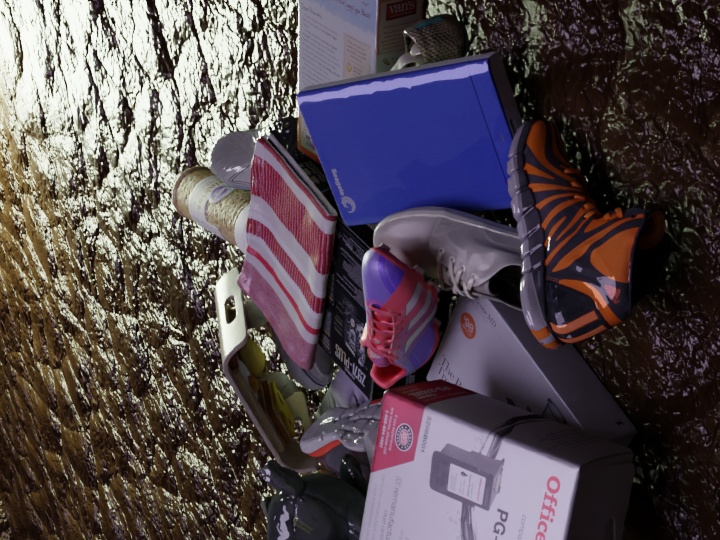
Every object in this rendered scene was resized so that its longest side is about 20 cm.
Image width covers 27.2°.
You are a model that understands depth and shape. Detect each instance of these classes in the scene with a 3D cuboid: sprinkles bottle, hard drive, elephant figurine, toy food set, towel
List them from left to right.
[{"bbox_3d":[-0.148,-0.067,1.719,0.200,0.068,0.069,28,127,54],"label":"sprinkles bottle"},{"bbox_3d":[-0.099,0.111,1.640,0.144,0.060,0.200,-106,-9,-57],"label":"toy food set"},{"bbox_3d":[-0.075,-0.017,1.479,0.144,0.023,0.201,50,144,37],"label":"towel"},{"bbox_3d":[-0.033,0.251,1.439,0.200,0.141,0.156,-96,17,-85],"label":"elephant figurine"},{"bbox_3d":[0.049,-0.108,1.275,0.199,0.025,0.132,-5,116,37],"label":"hard drive"}]

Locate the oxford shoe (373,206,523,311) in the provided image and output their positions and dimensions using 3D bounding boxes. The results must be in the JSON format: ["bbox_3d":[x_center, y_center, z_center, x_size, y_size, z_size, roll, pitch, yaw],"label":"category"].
[{"bbox_3d":[0.091,-0.006,1.248,0.199,0.058,0.075,14,143,31],"label":"oxford shoe"}]

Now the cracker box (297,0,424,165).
[{"bbox_3d":[-0.002,-0.186,1.406,0.134,0.058,0.201,38,136,46],"label":"cracker box"}]

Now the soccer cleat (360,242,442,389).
[{"bbox_3d":[0.028,0.044,1.294,0.067,0.077,0.200,34,167,20],"label":"soccer cleat"}]

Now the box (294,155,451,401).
[{"bbox_3d":[0.000,0.000,1.465,0.200,0.086,0.164,44,140,44],"label":"box"}]

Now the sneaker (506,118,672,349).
[{"bbox_3d":[0.180,-0.041,1.144,0.112,0.077,0.201,-21,58,29],"label":"sneaker"}]

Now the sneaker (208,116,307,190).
[{"bbox_3d":[-0.082,-0.120,1.593,0.200,0.072,0.072,2,77,49],"label":"sneaker"}]

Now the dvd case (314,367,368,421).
[{"bbox_3d":[0.011,0.169,1.605,0.149,0.016,0.200,60,149,25],"label":"dvd case"}]

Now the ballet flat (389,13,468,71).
[{"bbox_3d":[0.045,-0.135,1.326,0.068,0.075,0.201,49,144,42],"label":"ballet flat"}]

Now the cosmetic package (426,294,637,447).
[{"bbox_3d":[0.144,0.116,1.305,0.200,0.051,0.151,55,144,32],"label":"cosmetic package"}]

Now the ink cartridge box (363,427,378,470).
[{"bbox_3d":[0.089,0.243,1.383,0.200,0.084,0.146,54,164,38],"label":"ink cartridge box"}]

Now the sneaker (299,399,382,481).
[{"bbox_3d":[0.015,0.183,1.541,0.082,0.077,0.200,51,155,-14],"label":"sneaker"}]

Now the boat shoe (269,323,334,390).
[{"bbox_3d":[-0.058,0.034,1.616,0.065,0.072,0.201,-9,102,31],"label":"boat shoe"}]

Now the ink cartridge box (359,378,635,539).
[{"bbox_3d":[0.107,0.189,1.208,0.199,0.083,0.146,18,103,39],"label":"ink cartridge box"}]
